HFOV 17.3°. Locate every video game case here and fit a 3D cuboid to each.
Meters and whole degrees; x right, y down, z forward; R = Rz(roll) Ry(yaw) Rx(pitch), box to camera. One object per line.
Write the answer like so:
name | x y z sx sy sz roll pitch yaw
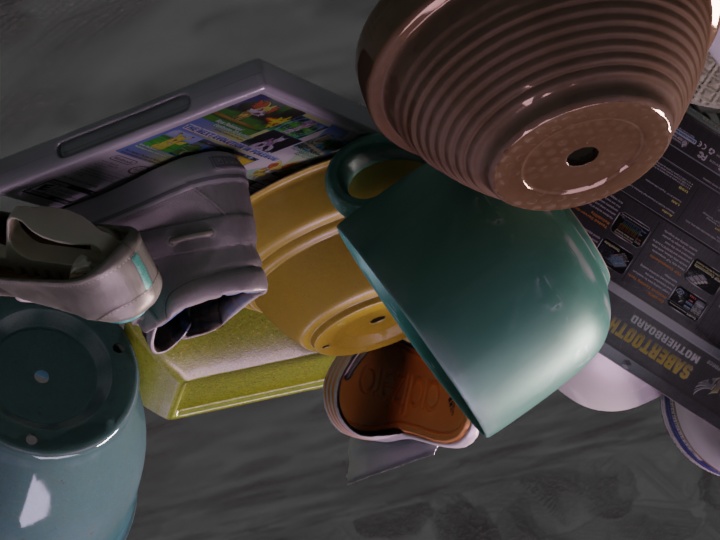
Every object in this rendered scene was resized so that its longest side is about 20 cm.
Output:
video game case | -0.095 -0.070 1.418 0.182 0.022 0.200 -19 166 20

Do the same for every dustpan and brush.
dustpan and brush | 0.051 0.049 1.670 0.057 0.200 0.140 14 160 -25

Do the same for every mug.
mug | 0.066 -0.009 1.382 0.114 0.185 0.152 -35 -174 -2

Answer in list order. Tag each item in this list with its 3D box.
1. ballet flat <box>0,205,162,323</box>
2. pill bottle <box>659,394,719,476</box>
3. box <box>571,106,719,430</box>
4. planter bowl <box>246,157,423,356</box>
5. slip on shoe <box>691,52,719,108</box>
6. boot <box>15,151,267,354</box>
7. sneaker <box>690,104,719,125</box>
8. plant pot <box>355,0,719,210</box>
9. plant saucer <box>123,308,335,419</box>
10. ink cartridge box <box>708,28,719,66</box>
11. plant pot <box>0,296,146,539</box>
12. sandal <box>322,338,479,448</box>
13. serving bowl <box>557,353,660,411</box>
ballet flat | -0.207 -0.016 1.386 0.200 0.067 0.064 9 138 26
pill bottle | 0.263 0.085 1.607 0.115 0.116 0.200 -15 176 2
box | 0.207 -0.006 1.471 0.159 0.200 0.048 -59 176 14
planter bowl | 0.000 0.000 1.528 0.200 0.084 0.200 -17 160 -6
slip on shoe | 0.260 -0.144 1.411 0.200 0.061 0.074 -10 127 20
boot | -0.141 0.006 1.423 0.200 0.096 0.073 -24 164 37
sneaker | 0.223 -0.060 1.620 0.073 0.112 0.200 -19 167 21
plant pot | 0.105 -0.097 1.250 0.200 0.093 0.201 -14 150 -8
plant saucer | -0.075 0.060 1.732 0.199 0.048 0.200 -11 167 -12
ink cartridge box | 0.311 -0.113 1.353 0.162 0.200 0.057 -26 -156 31
plant pot | -0.239 0.111 1.689 0.200 0.200 0.188 -9 153 -24
sandal | 0.016 0.075 1.584 0.059 0.079 0.207 12 175 -25
serving bowl | 0.126 0.019 1.629 0.066 0.200 0.200 -33 166 4
